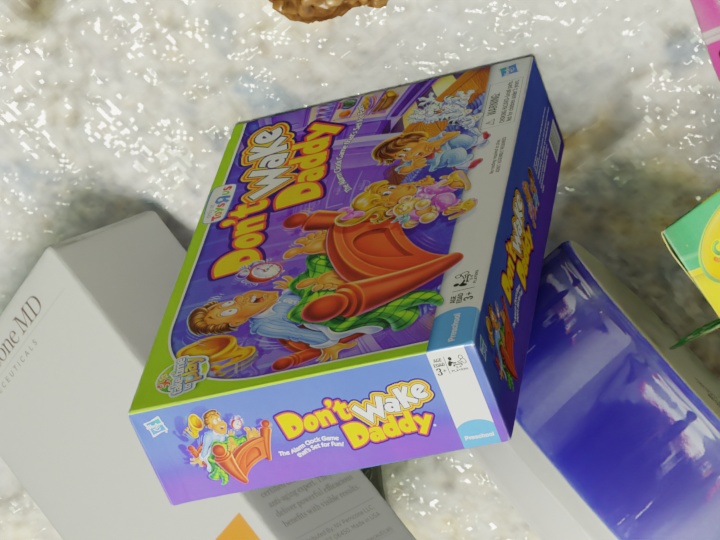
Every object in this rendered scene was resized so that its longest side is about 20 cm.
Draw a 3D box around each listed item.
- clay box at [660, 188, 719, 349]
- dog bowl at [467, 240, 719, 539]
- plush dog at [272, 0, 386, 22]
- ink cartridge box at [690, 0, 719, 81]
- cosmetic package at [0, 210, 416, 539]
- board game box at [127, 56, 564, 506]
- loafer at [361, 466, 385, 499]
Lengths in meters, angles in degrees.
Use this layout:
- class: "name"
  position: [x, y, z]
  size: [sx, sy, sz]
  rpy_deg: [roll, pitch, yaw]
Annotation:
- class: "clay box"
  position: [0.197, -0.046, 1.007]
  size: [0.200, 0.115, 0.048]
  rpy_deg: [-37, 83, 29]
- class: "dog bowl"
  position: [0.121, 0.085, 1.056]
  size: [0.079, 0.200, 0.200]
  rpy_deg: [-44, 109, 7]
- class: "plush dog"
  position: [-0.033, -0.164, 0.951]
  size: [0.171, 0.201, 0.161]
  rpy_deg: [21, 160, 7]
- class: "ink cartridge box"
  position: [0.149, -0.169, 0.985]
  size: [0.094, 0.037, 0.201]
  rpy_deg: [-13, 119, 19]
- class: "cosmetic package"
  position: [-0.072, 0.086, 1.121]
  size: [0.200, 0.071, 0.102]
  rpy_deg: [50, 128, 15]
- class: "board game box"
  position: [0.000, 0.000, 1.026]
  size: [0.134, 0.200, 0.045]
  rpy_deg: [-12, 121, 18]
- class: "loafer"
  position: [-0.030, 0.104, 1.192]
  size: [0.069, 0.075, 0.201]
  rpy_deg: [19, 119, 25]
